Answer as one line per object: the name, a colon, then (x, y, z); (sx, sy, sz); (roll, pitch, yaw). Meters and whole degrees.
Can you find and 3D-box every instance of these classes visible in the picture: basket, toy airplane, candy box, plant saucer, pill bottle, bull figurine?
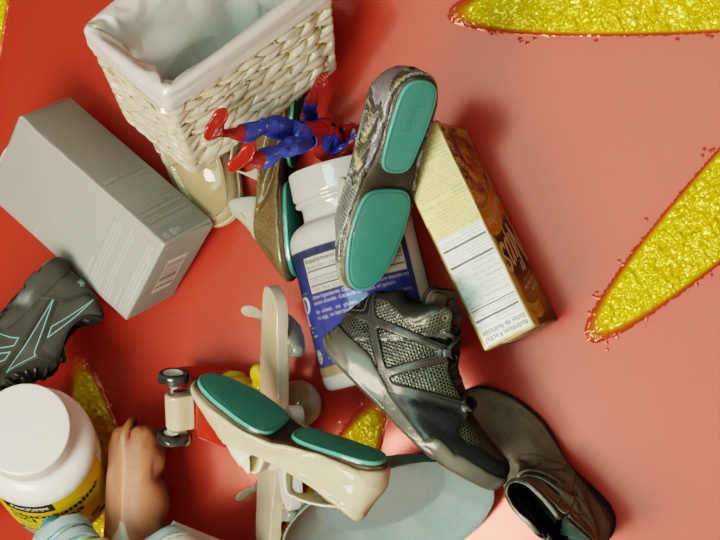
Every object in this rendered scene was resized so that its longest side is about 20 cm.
basket: (-0.128, -0.203, 1.479); (0.199, 0.124, 0.135); (-39, 55, -19)
toy airplane: (-0.082, 0.138, 1.510); (0.200, 0.140, 0.201); (-43, 71, 42)
candy box: (0.104, -0.031, 1.466); (0.055, 0.115, 0.202); (-28, 83, 16)
plant saucer: (0.022, 0.214, 1.471); (0.200, 0.201, 0.039); (-29, 54, 15)
pill bottle: (0.000, 0.000, 1.496); (0.118, 0.120, 0.203); (-15, 86, 16)
pill bottle: (-0.301, 0.178, 1.534); (0.111, 0.200, 0.114); (0, 68, 0)
bull figurine: (-0.214, 0.240, 1.562); (0.064, 0.121, 0.203); (8, 93, 17)

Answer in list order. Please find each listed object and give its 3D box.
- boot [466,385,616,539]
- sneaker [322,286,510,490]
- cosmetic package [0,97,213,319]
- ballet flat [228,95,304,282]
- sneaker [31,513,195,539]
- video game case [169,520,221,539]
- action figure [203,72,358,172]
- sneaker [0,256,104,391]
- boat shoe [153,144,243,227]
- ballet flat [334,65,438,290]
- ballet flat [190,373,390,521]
boot: (0.150, 0.181, 1.447); (0.200, 0.130, 0.068); (44, 101, 12)
sneaker: (0.071, 0.091, 1.387); (0.199, 0.076, 0.114); (46, 99, 10)
cosmetic package: (-0.255, -0.062, 1.576); (0.200, 0.090, 0.107); (43, 125, 13)
ballet flat: (-0.091, -0.090, 1.548); (0.071, 0.068, 0.203); (-1, 88, 14)
sneaker: (-0.234, 0.255, 1.456); (0.200, 0.079, 0.131); (-40, 55, 23)
video game case: (-0.148, 0.353, 1.527); (0.201, 0.180, 0.045); (-58, 32, 9)
action figure: (-0.044, -0.137, 1.462); (0.099, 0.199, 0.066); (-44, 73, 25)
sneaker: (-0.326, 0.080, 1.524); (0.079, 0.075, 0.200); (43, 75, -5)
boat shoe: (-0.175, -0.136, 1.574); (0.071, 0.065, 0.202); (-22, 85, 16)
ballet flat: (0.015, -0.084, 1.410); (0.071, 0.072, 0.203); (22, 107, 15)
ballet flat: (-0.068, 0.155, 1.380); (0.198, 0.069, 0.070); (24, 97, 24)
